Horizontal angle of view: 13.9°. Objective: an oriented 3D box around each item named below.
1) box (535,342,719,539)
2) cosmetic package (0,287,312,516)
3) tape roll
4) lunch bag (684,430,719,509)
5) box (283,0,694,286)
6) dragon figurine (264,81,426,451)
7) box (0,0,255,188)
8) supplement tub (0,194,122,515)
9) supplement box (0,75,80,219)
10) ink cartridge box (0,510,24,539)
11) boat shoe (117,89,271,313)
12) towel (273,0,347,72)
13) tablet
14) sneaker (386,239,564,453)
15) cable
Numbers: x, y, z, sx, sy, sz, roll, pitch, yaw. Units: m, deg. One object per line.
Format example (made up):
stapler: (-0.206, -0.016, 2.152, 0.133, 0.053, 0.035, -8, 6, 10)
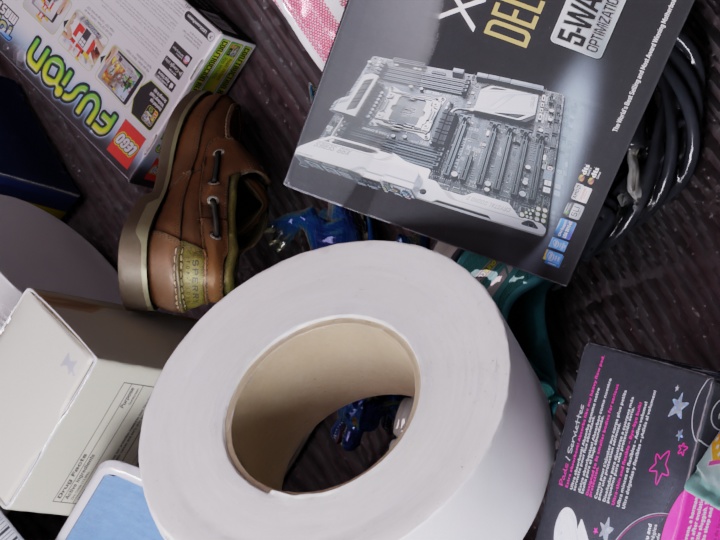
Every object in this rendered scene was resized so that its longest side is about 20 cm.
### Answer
box: (0.164, 0.149, 1.433, 0.115, 0.132, 0.201, 18, 94, 60)
cosmetic package: (-0.121, 0.080, 1.632, 0.071, 0.200, 0.105, 43, 107, 35)
tape roll: (-0.008, 0.085, 1.468, 0.202, 0.071, 0.203, -13, 50, 17)
lunch bag: (0.278, 0.089, 1.330, 0.171, 0.200, 0.122, -57, 12, -4)
box: (0.065, -0.104, 1.464, 0.050, 0.157, 0.200, -74, 5, -52)
dragon figurine: (0.000, 0.000, 1.644, 0.099, 0.059, 0.201, 6, 86, 38)
box: (-0.159, -0.150, 1.808, 0.200, 0.035, 0.110, 44, 109, 34)
supplement tub: (-0.240, 0.068, 1.762, 0.200, 0.144, 0.145, -49, 57, 19)
supplement box: (-0.290, -0.026, 1.838, 0.200, 0.109, 0.109, -46, 55, 22)
ink cartridge box: (-0.205, 0.202, 1.660, 0.197, 0.043, 0.200, 51, 156, -8)
boat shoe: (-0.082, -0.036, 1.670, 0.068, 0.200, 0.072, 1, 125, 10)
towel: (0.039, -0.177, 1.484, 0.200, 0.030, 0.147, -27, 105, 28)
tablet: (-0.107, 0.170, 1.613, 0.200, 0.130, 0.014, 124, 167, -54)
sneaker: (0.065, 0.074, 1.560, 0.079, 0.077, 0.201, 12, 102, 29)
cable: (0.095, -0.098, 1.595, 0.163, 0.051, 0.200, -52, 55, 18)
